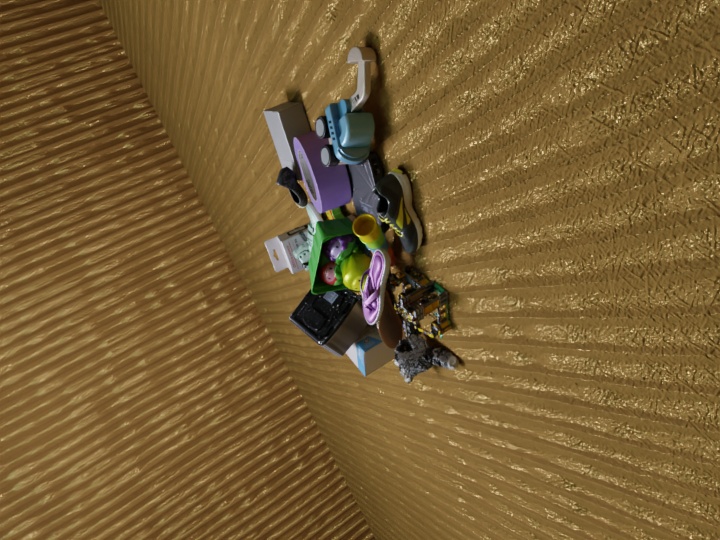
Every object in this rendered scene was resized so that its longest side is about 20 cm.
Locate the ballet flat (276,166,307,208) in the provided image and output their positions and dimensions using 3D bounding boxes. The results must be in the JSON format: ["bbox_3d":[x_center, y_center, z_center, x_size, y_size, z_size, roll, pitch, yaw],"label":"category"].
[{"bbox_3d":[-0.195,-0.227,1.561,0.066,0.057,0.200,38,171,20],"label":"ballet flat"}]

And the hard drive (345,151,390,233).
[{"bbox_3d":[0.018,-0.199,1.332,0.135,0.042,0.202,32,145,51],"label":"hard drive"}]

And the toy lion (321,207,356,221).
[{"bbox_3d":[-0.069,-0.123,1.606,0.192,0.068,0.201,49,157,46],"label":"toy lion"}]

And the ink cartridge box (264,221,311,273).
[{"bbox_3d":[-0.181,-0.070,1.710,0.068,0.198,0.117,43,155,62],"label":"ink cartridge box"}]

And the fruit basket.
[{"bbox_3d":[-0.040,-0.012,1.434,0.215,0.154,0.218,32,127,57],"label":"fruit basket"}]

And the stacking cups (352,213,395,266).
[{"bbox_3d":[0.044,-0.061,1.339,0.061,0.060,0.200,46,178,34],"label":"stacking cups"}]

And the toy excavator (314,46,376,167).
[{"bbox_3d":[-0.012,-0.333,1.154,0.199,0.099,0.197,-21,79,59],"label":"toy excavator"}]

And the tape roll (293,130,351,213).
[{"bbox_3d":[-0.098,-0.254,1.412,0.200,0.084,0.202,160,90,-79],"label":"tape roll"}]

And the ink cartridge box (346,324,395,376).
[{"bbox_3d":[0.007,0.195,1.713,0.200,0.128,0.126,44,152,37],"label":"ink cartridge box"}]

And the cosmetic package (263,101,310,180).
[{"bbox_3d":[-0.188,-0.362,1.545,0.107,0.090,0.202,29,138,52],"label":"cosmetic package"}]

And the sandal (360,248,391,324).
[{"bbox_3d":[0.024,0.038,1.333,0.082,0.049,0.205,45,133,49],"label":"sandal"}]

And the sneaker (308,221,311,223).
[{"bbox_3d":[-0.159,-0.051,1.810,0.075,0.113,0.202,12,127,63],"label":"sneaker"}]

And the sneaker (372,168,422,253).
[{"bbox_3d":[0.076,-0.123,1.235,0.074,0.084,0.202,26,139,57],"label":"sneaker"}]

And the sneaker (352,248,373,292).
[{"bbox_3d":[0.000,0.000,1.548,0.077,0.075,0.201,52,153,32],"label":"sneaker"}]

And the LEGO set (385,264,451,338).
[{"bbox_3d":[0.122,0.085,1.336,0.200,0.115,0.155,47,154,34],"label":"LEGO set"}]

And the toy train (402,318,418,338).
[{"bbox_3d":[0.144,0.202,1.547,0.046,0.034,0.201,-126,20,-48],"label":"toy train"}]

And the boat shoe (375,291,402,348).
[{"bbox_3d":[0.068,0.120,1.574,0.070,0.070,0.202,-152,46,-78],"label":"boat shoe"}]

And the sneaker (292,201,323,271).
[{"bbox_3d":[-0.153,-0.094,1.634,0.074,0.117,0.202,-124,16,-72],"label":"sneaker"}]

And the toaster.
[{"bbox_3d":[-0.079,0.130,1.614,0.199,0.182,0.119,31,172,42],"label":"toaster"}]

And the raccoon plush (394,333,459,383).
[{"bbox_3d":[0.169,0.260,1.460,0.199,0.097,0.135,26,149,41],"label":"raccoon plush"}]
